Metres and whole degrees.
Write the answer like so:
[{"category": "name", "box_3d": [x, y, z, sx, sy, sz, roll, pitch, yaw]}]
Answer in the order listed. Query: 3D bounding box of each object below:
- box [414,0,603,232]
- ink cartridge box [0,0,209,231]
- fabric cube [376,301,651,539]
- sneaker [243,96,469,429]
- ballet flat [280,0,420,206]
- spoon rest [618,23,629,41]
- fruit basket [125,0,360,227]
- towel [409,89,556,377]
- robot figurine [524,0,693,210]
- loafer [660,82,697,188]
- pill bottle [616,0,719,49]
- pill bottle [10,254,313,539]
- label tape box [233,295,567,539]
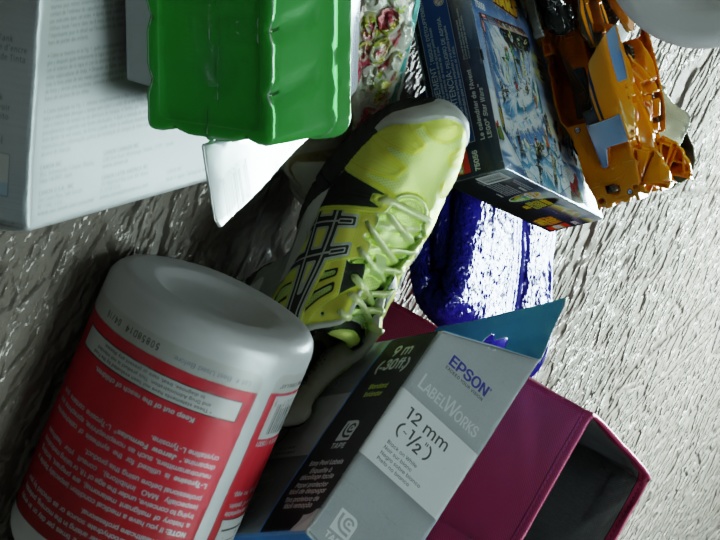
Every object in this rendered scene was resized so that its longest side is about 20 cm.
[{"category": "box", "box_3d": [0.083, -0.104, 1.607, 0.200, 0.040, 0.137, 20, 58, -68]}, {"category": "ink cartridge box", "box_3d": [-0.116, -0.128, 1.246, 0.160, 0.047, 0.200, -19, 117, -60]}, {"category": "fabric cube", "box_3d": [0.028, 0.144, 1.670, 0.200, 0.199, 0.196, -60, 160, -5]}, {"category": "sneaker", "box_3d": [0.000, 0.000, 1.468, 0.075, 0.076, 0.200, 23, 107, -39]}, {"category": "ballet flat", "box_3d": [-0.015, -0.085, 1.497, 0.064, 0.076, 0.200, -11, 128, -25]}, {"category": "spoon rest", "box_3d": [0.174, -0.203, 1.773, 0.099, 0.061, 0.200, -17, 131, -61]}, {"category": "fruit basket", "box_3d": [-0.039, -0.139, 1.269, 0.200, 0.094, 0.185, -59, 152, -63]}, {"category": "towel", "box_3d": [0.080, -0.020, 1.714, 0.200, 0.050, 0.148, 39, 49, -66]}, {"category": "robot figurine", "box_3d": [0.141, -0.139, 1.646, 0.145, 0.058, 0.200, -21, 96, -73]}, {"category": "loafer", "box_3d": [0.188, -0.101, 1.917, 0.076, 0.068, 0.200, -63, 159, 4]}, {"category": "pill bottle", "box_3d": [0.210, -0.196, 1.620, 0.200, 0.112, 0.113, -40, 153, -71]}, {"category": "pill bottle", "box_3d": [-0.110, 0.102, 1.418, 0.112, 0.112, 0.200, -6, 122, -65]}, {"category": "label tape box", "box_3d": [0.008, 0.082, 1.483, 0.200, 0.066, 0.143, -57, -160, -23]}]
